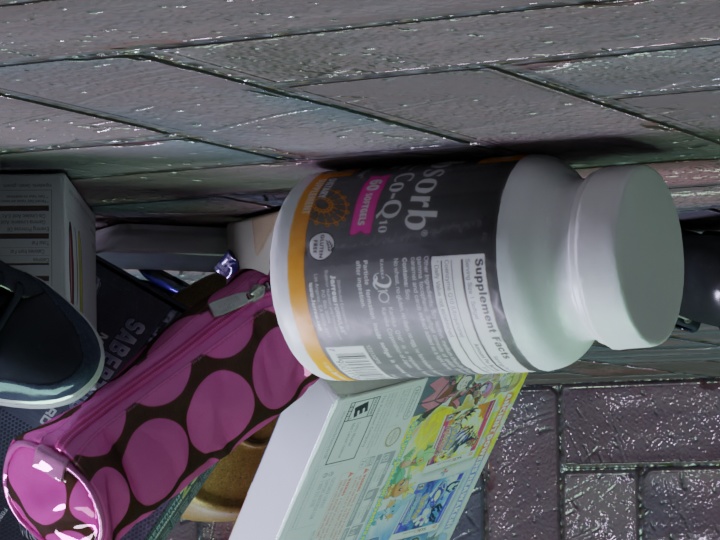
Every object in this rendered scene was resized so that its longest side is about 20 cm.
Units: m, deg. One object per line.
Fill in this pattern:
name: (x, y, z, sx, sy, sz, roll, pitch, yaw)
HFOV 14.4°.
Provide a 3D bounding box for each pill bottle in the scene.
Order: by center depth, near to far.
pill bottle: (0.062, -0.002, 1.506, 0.199, 0.117, 0.116, -4, 173, 27)

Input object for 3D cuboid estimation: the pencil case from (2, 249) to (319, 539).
pencil case: (-0.113, 0.077, 1.629, 0.200, 0.091, 0.094, -41, 164, -30)

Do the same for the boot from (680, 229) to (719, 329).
boot: (0.143, 0.003, 1.813, 0.199, 0.066, 0.165, 2, -179, -2)

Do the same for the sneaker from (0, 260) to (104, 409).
sneaker: (-0.225, 0.005, 1.460, 0.202, 0.077, 0.146, 28, 170, -1)

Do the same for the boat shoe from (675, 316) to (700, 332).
boat shoe: (0.146, 0.014, 1.960, 0.199, 0.062, 0.075, 2, 176, -25)

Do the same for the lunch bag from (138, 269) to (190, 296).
lunch bag: (-0.164, 0.057, 1.928, 0.199, 0.124, 0.170, -3, -173, -12)

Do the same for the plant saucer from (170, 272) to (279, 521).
plant saucer: (-0.068, 0.089, 1.847, 0.200, 0.201, 0.035, 2, -152, -27)

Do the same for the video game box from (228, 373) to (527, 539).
video game box: (0.009, 0.127, 1.858, 0.182, 0.200, 0.047, -9, -135, -40)

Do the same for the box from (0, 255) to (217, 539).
box: (-0.172, 0.101, 1.744, 0.157, 0.200, 0.051, 30, 164, 15)

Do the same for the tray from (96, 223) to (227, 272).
tray: (-0.094, -0.014, 1.855, 0.199, 0.022, 0.107, 2, 173, -26)

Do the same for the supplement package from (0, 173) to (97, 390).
supplement package: (-0.235, 0.011, 1.633, 0.155, 0.111, 0.200, 0, 175, 0)

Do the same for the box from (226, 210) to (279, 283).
box: (0.000, 0.000, 1.710, 0.095, 0.078, 0.200, 2, 174, -29)
